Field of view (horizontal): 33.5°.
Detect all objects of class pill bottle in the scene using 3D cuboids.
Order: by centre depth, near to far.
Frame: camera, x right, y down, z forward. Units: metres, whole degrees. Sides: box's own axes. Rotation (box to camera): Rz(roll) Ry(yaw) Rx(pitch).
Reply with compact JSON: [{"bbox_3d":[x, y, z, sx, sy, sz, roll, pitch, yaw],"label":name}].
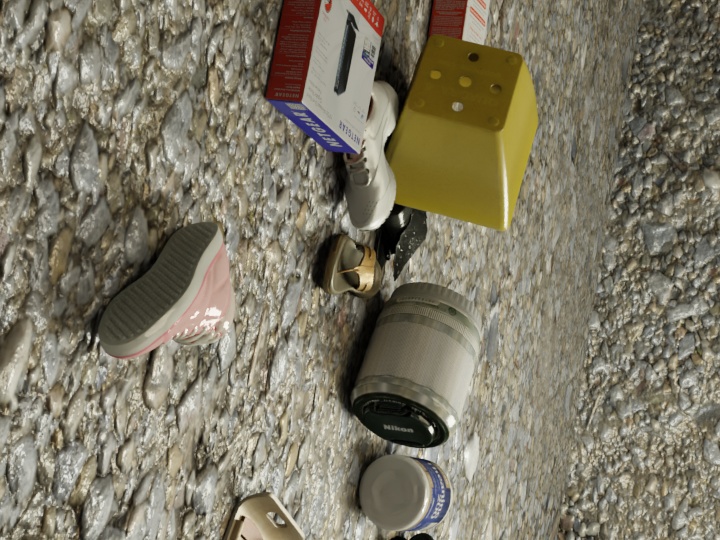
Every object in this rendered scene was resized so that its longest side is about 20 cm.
[{"bbox_3d":[0.079,0.345,1.847,0.200,0.109,0.113,30,69,-67],"label":"pill bottle"}]

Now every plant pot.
[{"bbox_3d":[0.140,-0.207,1.654,0.177,0.196,0.203,90,17,-60],"label":"plant pot"}]

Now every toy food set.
[{"bbox_3d":[-0.123,0.380,1.404,0.144,0.059,0.203,65,37,-54],"label":"toy food set"}]

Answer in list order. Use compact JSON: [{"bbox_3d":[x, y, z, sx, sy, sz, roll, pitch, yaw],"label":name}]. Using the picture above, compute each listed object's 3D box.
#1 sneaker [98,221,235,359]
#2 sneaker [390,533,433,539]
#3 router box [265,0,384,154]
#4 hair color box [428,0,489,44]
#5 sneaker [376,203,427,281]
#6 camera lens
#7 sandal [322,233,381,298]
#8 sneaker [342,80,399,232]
[{"bbox_3d":[-0.174,0.047,1.142,0.201,0.074,0.106,-61,145,-53],"label":"sneaker"},{"bbox_3d":[0.074,0.463,1.922,0.200,0.059,0.106,-48,145,-51],"label":"sneaker"},{"bbox_3d":[-0.038,-0.256,1.434,0.200,0.048,0.183,30,69,-68],"label":"router box"},{"bbox_3d":[0.154,-0.389,1.873,0.111,0.063,0.204,15,84,-68],"label":"hair color box"},{"bbox_3d":[0.072,-0.089,1.766,0.201,0.059,0.105,-59,148,-37],"label":"sneaker"},{"bbox_3d":[0.082,0.140,1.722,0.161,0.157,0.202,69,35,-51],"label":"camera lens"},{"bbox_3d":[0.000,0.000,1.608,0.200,0.053,0.082,23,76,-68],"label":"sandal"},{"bbox_3d":[0.001,-0.152,1.557,0.087,0.073,0.204,12,77,-63],"label":"sneaker"}]
